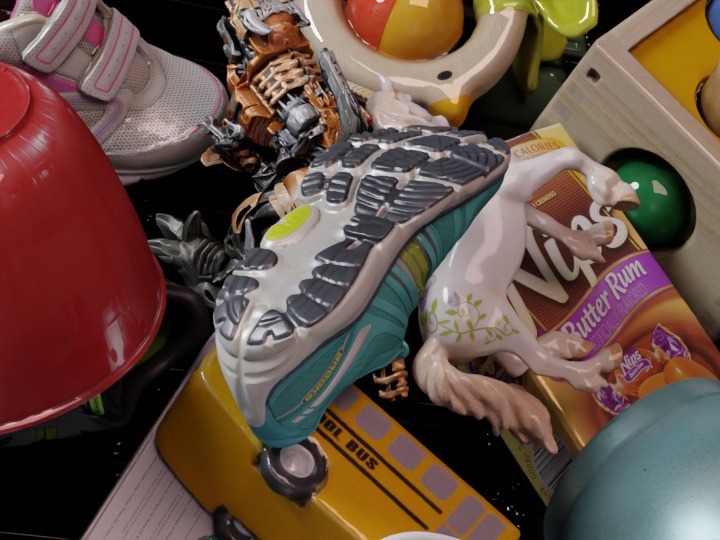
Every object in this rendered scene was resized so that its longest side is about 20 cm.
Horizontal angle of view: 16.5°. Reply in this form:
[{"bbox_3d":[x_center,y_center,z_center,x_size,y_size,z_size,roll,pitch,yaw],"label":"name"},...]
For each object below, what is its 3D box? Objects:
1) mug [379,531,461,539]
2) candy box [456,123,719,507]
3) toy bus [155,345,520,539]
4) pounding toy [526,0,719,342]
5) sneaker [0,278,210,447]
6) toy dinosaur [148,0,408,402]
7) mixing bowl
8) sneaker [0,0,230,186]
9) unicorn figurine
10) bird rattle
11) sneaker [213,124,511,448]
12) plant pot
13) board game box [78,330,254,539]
[{"bbox_3d":[0.051,0.187,0.992,0.175,0.148,0.200,15,38,-28],"label":"mug"},{"bbox_3d":[0.105,0.027,1.294,0.116,0.057,0.200,-20,66,-36],"label":"candy box"},{"bbox_3d":[0.000,0.113,1.121,0.200,0.065,0.078,41,46,4],"label":"toy bus"},{"bbox_3d":[0.208,-0.066,1.358,0.184,0.142,0.200,46,48,9],"label":"pounding toy"},{"bbox_3d":[-0.150,0.046,1.118,0.199,0.083,0.071,-27,107,-39],"label":"sneaker"},{"bbox_3d":[-0.031,-0.033,1.204,0.102,0.136,0.201,7,63,-29],"label":"toy dinosaur"},{"bbox_3d":[-0.186,-0.027,1.085,0.199,0.109,0.200,0,34,0],"label":"mixing bowl"},{"bbox_3d":[-0.154,-0.108,1.231,0.199,0.088,0.082,16,51,-18],"label":"sneaker"},{"bbox_3d":[0.063,-0.018,1.223,0.137,0.074,0.201,14,55,-15],"label":"unicorn figurine"},{"bbox_3d":[0.031,-0.166,1.370,0.200,0.113,0.163,31,64,-1],"label":"bird rattle"},{"bbox_3d":[0.000,0.000,1.115,0.077,0.080,0.200,16,44,31],"label":"sneaker"},{"bbox_3d":[0.171,0.136,1.171,0.200,0.201,0.134,-13,47,-35],"label":"plant pot"},{"bbox_3d":[-0.057,0.127,1.147,0.126,0.035,0.200,34,48,-3],"label":"board game box"}]
